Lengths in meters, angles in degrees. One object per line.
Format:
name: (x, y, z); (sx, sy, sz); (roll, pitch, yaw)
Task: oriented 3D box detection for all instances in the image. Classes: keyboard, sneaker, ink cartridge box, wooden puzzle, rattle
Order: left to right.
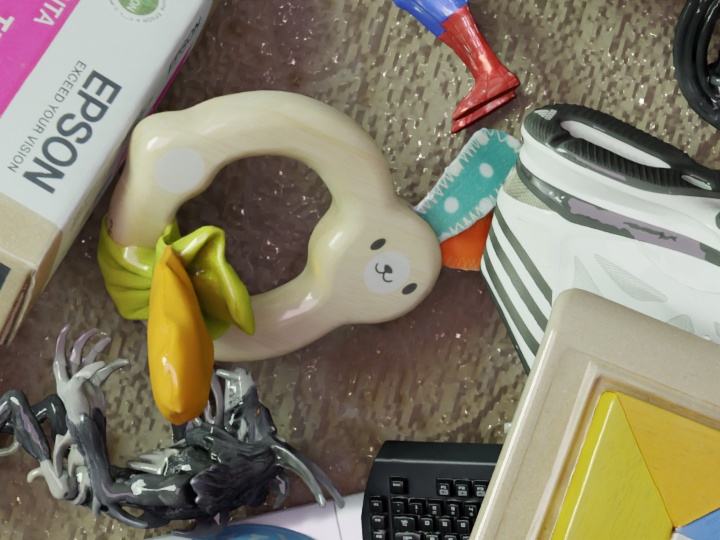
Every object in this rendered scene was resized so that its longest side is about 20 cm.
ink cartridge box: (-0.168, -0.095, 1.163); (0.165, 0.075, 0.200); (30, 55, -3)
rattle: (0.000, 0.000, 1.145); (0.200, 0.143, 0.130); (9, 99, -21)
keyboard: (0.095, 0.105, 1.168); (0.200, 0.040, 0.104); (1, 106, 13)
wooden puzzle: (0.133, 0.128, 1.103); (0.185, 0.037, 0.200); (22, 80, -13)
sneaker: (0.144, 0.019, 1.178); (0.200, 0.076, 0.116); (27, 118, 11)

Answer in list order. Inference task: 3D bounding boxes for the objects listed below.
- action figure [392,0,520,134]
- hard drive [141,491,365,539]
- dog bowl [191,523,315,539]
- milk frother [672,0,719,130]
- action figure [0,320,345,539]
action figure: (-0.020, -0.143, 1.226); (0.099, 0.065, 0.200); (-29, 85, -4)
hard drive: (-0.075, 0.184, 1.241); (0.200, 0.027, 0.132); (-13, 87, 7)
dog bowl: (-0.050, 0.213, 1.198); (0.111, 0.050, 0.200); (1, 89, 7)
milk frother: (0.233, -0.069, 1.131); (0.200, 0.188, 0.181); (-7, 86, 7)
action figure: (-0.108, 0.066, 1.207); (0.200, 0.119, 0.102); (0, 93, 13)
